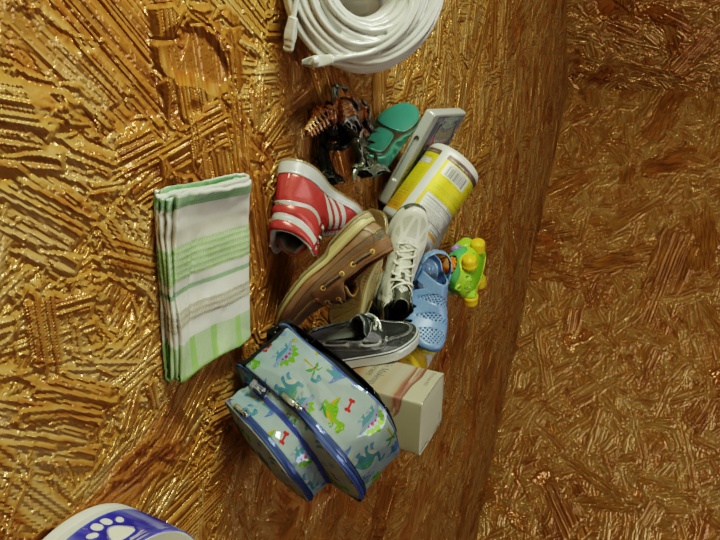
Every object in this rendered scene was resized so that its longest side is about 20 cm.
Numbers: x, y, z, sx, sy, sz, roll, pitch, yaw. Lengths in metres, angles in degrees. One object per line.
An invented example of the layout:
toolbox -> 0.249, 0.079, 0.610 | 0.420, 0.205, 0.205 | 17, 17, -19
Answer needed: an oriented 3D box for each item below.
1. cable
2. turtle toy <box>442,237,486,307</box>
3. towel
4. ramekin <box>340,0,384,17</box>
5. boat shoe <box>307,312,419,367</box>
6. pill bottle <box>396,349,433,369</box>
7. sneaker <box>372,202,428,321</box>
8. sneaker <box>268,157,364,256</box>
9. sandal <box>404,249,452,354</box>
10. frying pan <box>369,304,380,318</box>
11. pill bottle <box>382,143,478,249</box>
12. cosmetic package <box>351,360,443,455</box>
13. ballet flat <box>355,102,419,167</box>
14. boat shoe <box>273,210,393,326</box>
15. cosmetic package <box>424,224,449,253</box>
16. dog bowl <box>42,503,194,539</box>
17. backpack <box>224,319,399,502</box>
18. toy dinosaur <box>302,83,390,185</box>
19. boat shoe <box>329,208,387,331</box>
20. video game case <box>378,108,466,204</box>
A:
cable -> 0.003, -0.342, 0.727 | 0.069, 0.196, 0.204 | -127, -141, -69
turtle toy -> 0.264, -0.011, 1.544 | 0.201, 0.099, 0.148 | -54, 144, -47
towel -> -0.160, 0.004, 0.663 | 0.149, 0.030, 0.204 | -30, 125, -60
ramekin -> 0.013, -0.391, 0.847 | 0.202, 0.093, 0.206 | 8, 90, -67
boat shoe -> 0.007, 0.099, 0.931 | 0.197, 0.072, 0.069 | -8, 122, -23
pill bottle -> 0.073, 0.140, 1.078 | 0.201, 0.109, 0.113 | -53, 144, -45
sneaker -> 0.077, 0.000, 0.990 | 0.116, 0.074, 0.204 | -112, -146, -64
sneaker -> -0.058, -0.057, 0.825 | 0.200, 0.070, 0.114 | 34, 63, -56
sandal -> 0.118, 0.043, 1.036 | 0.087, 0.078, 0.203 | 125, -28, -54
frying pan -> 0.023, 0.082, 1.108 | 0.190, 0.030, 0.117 | -32, 128, -64
pill bottle -> 0.113, -0.116, 1.082 | 0.201, 0.109, 0.109 | -53, 152, -4
cosmetic package -> 0.018, 0.191, 0.923 | 0.103, 0.197, 0.089 | -34, 130, -59
ballet flat -> 0.042, -0.218, 1.029 | 0.201, 0.067, 0.071 | -54, 169, -46
boat shoe -> -0.037, 0.016, 0.794 | 0.200, 0.068, 0.072 | -47, 173, 16
cosmetic package -> 0.139, -0.110, 1.187 | 0.202, 0.072, 0.104 | -64, 166, -6
dog bowl -> -0.232, 0.324, 0.548 | 0.199, 0.078, 0.204 | 9, 90, -67
backpack -> -0.058, 0.192, 0.753 | 0.147, 0.199, 0.184 | -45, 144, -22
toy dinosaur -> -0.032, -0.192, 0.853 | 0.198, 0.101, 0.138 | -20, 102, -44
boat shoe -> 0.000, 0.000, 0.991 | 0.064, 0.070, 0.203 | 10, 98, -71
video game case -> 0.120, -0.217, 1.141 | 0.184, 0.023, 0.200 | -61, 166, 25
